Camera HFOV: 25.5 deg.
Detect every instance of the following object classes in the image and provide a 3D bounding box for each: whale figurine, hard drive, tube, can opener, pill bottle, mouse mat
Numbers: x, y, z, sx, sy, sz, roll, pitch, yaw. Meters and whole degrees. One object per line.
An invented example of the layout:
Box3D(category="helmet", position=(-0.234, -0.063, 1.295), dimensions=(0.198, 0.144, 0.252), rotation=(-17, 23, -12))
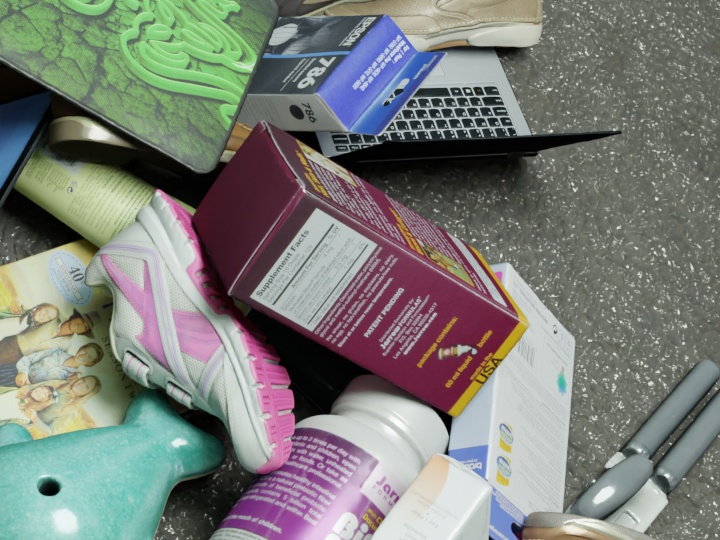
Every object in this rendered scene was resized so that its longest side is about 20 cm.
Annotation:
Box3D(category="whale figurine", position=(-0.168, 0.138, 0.980), dimensions=(0.159, 0.104, 0.200), rotation=(38, 52, 18))
Box3D(category="hard drive", position=(-0.046, -0.007, 1.169), dimensions=(0.200, 0.033, 0.140), rotation=(43, 58, 7))
Box3D(category="tube", position=(-0.155, -0.031, 1.103), dimensions=(0.199, 0.058, 0.052), rotation=(32, 24, 4))
Box3D(category="can opener", position=(0.221, 0.136, 1.170), dimensions=(0.053, 0.067, 0.200), rotation=(43, 54, 9))
Box3D(category="pill bottle", position=(-0.024, 0.167, 1.038), dimensions=(0.112, 0.112, 0.200), rotation=(36, 59, 2))
Box3D(category="mouse mat", position=(-0.158, -0.171, 1.061), dimensions=(0.199, 0.008, 0.162), rotation=(30, 58, -17))

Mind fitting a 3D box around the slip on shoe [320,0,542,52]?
Box3D(category="slip on shoe", position=(0.059, -0.212, 1.279), dimensions=(0.198, 0.061, 0.076), rotation=(-4, 27, -22))

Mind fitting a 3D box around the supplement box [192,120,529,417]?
Box3D(category="supplement box", position=(0.000, 0.000, 1.048), dimensions=(0.199, 0.086, 0.111), rotation=(30, 15, -30))

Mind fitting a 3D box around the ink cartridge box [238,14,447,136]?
Box3D(category="ink cartridge box", position=(-0.042, -0.145, 1.164), dimensions=(0.100, 0.199, 0.039), rotation=(-52, 131, -33))

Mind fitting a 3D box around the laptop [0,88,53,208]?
Box3D(category="laptop", position=(-0.326, -0.079, 1.070), dimensions=(0.199, 0.103, 0.178), rotation=(26, 58, -4))

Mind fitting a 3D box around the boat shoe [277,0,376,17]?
Box3D(category="boat shoe", position=(-0.008, -0.258, 1.290), dimensions=(0.199, 0.073, 0.075), rotation=(-36, 79, -30))

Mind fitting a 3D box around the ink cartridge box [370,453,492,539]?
Box3D(category="ink cartridge box", position=(0.010, 0.234, 0.986), dimensions=(0.050, 0.163, 0.200), rotation=(30, 58, 24))

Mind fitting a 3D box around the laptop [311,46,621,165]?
Box3D(category="laptop", position=(0.063, -0.140, 1.209), dimensions=(0.185, 0.116, 0.201), rotation=(-4, 55, -23))

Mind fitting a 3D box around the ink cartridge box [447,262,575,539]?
Box3D(category="ink cartridge box", position=(0.106, 0.110, 1.118), dimensions=(0.119, 0.042, 0.202), rotation=(44, 43, -46))

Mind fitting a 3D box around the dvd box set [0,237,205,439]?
Box3D(category="dvd box set", position=(-0.210, 0.061, 1.079), dimensions=(0.199, 0.029, 0.147), rotation=(-20, 71, -26))

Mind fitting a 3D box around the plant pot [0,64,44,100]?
Box3D(category="plant pot", position=(-0.210, -0.221, 1.158), dimensions=(0.185, 0.186, 0.202), rotation=(15, 73, -11))

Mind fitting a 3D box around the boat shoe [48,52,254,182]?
Box3D(category="boat shoe", position=(-0.120, -0.104, 1.099), dimensions=(0.199, 0.072, 0.069), rotation=(10, 77, -42))

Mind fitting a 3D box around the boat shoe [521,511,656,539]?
Box3D(category="boat shoe", position=(0.186, 0.226, 1.080), dimensions=(0.199, 0.076, 0.072), rotation=(33, 67, -23))

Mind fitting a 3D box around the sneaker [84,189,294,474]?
Box3D(category="sneaker", position=(-0.112, 0.051, 1.035), dimensions=(0.088, 0.081, 0.201), rotation=(-33, 68, 6))
